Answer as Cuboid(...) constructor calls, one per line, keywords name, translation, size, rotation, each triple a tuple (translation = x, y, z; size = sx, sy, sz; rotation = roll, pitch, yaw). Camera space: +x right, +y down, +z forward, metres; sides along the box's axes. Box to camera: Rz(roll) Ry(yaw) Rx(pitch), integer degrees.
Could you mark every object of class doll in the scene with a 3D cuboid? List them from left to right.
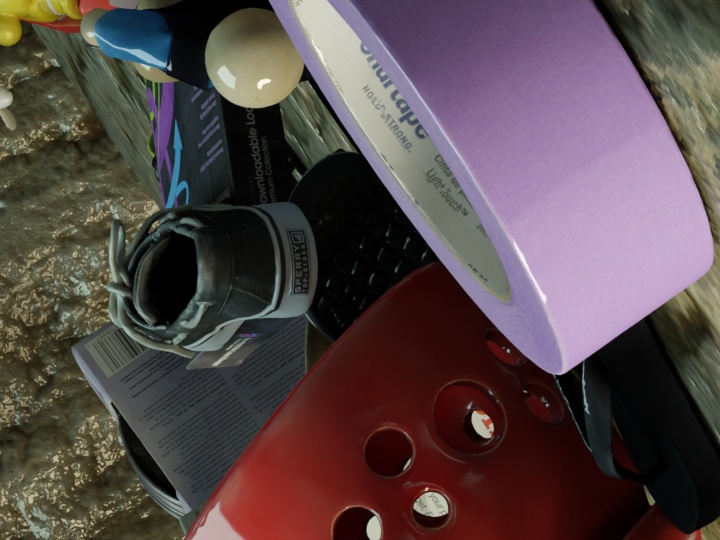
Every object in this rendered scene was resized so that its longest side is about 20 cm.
Cuboid(name="doll", translation=(-0.050, -0.097, 1.264), size=(0.200, 0.136, 0.049), rotation=(-139, 50, -81))

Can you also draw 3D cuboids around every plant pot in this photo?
Cuboid(name="plant pot", translation=(0.043, 0.123, 1.349), size=(0.182, 0.201, 0.200), rotation=(37, 171, 10))

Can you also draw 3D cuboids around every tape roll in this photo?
Cuboid(name="tape roll", translation=(0.037, -0.064, 1.025), size=(0.200, 0.066, 0.200), rotation=(54, 174, 9))

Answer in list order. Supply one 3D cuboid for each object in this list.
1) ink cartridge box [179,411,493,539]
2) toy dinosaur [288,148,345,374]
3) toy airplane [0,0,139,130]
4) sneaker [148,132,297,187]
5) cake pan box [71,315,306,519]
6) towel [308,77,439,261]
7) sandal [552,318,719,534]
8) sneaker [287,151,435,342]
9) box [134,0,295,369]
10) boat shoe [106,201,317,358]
Cuboid(name="ink cartridge box", translation=(0.023, 0.147, 1.651), size=(0.147, 0.200, 0.083), rotation=(57, 177, -12))
Cuboid(name="toy dinosaur", translation=(-0.013, -0.001, 1.531), size=(0.106, 0.060, 0.200), rotation=(56, -144, -33))
Cuboid(name="toy airplane", translation=(-0.244, -0.195, 1.915), size=(0.200, 0.199, 0.141), rotation=(56, -176, 5))
Cuboid(name="sneaker", translation=(-0.066, -0.019, 1.933), size=(0.200, 0.083, 0.072), rotation=(53, 174, 20))
Cuboid(name="cake pan box", translation=(-0.049, 0.065, 1.772), size=(0.184, 0.200, 0.052), rotation=(48, 169, 36))
Cuboid(name="towel", translation=(0.021, -0.056, 1.419), size=(0.147, 0.022, 0.200), rotation=(57, 175, -10))
Cuboid(name="sandal", translation=(0.094, 0.035, 1.213), size=(0.076, 0.043, 0.200), rotation=(48, 171, 51))
Cuboid(name="sneaker", translation=(0.000, 0.000, 1.459), size=(0.083, 0.072, 0.200), rotation=(55, 176, 39))
Cuboid(name="box", translation=(-0.073, -0.060, 1.517), size=(0.143, 0.036, 0.201), rotation=(140, 121, -69))
Cuboid(name="boat shoe", translation=(-0.086, 0.005, 1.417), size=(0.199, 0.068, 0.074), rotation=(-179, 85, -68))
